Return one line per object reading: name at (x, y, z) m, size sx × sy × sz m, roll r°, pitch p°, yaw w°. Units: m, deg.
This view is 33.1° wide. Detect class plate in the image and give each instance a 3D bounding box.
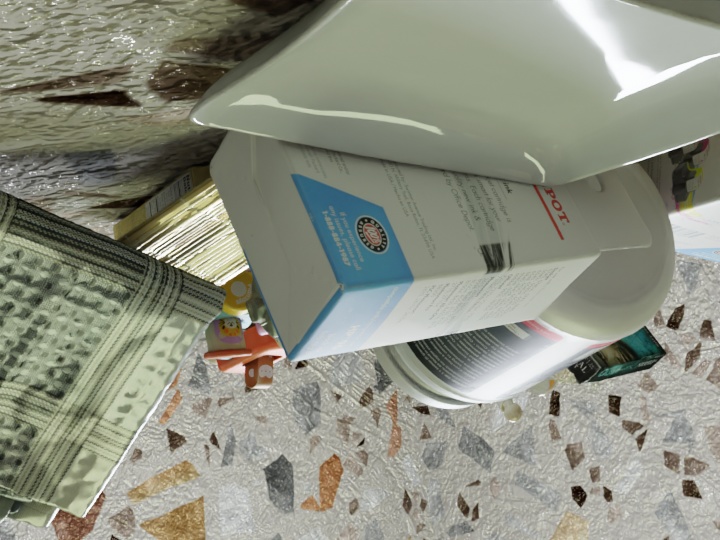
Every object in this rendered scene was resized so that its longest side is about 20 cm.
plate at (0.057, -0.080, 0.476) m, size 0.197 × 0.033 × 0.199 m, roll 8°, pitch 168°, yaw -27°

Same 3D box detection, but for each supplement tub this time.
supplement tub at (0.099, 0.005, 0.805) m, size 0.139 × 0.142 × 0.200 m, roll -8°, pitch 163°, yaw -29°

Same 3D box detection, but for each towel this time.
towel at (-0.200, 0.057, 0.661) m, size 0.191 × 0.035 × 0.201 m, roll 25°, pitch 112°, yaw -36°

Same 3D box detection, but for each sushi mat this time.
sushi mat at (-0.074, -0.025, 0.689) m, size 0.199 × 0.012 × 0.095 m, roll -31°, pitch 154°, yaw 21°

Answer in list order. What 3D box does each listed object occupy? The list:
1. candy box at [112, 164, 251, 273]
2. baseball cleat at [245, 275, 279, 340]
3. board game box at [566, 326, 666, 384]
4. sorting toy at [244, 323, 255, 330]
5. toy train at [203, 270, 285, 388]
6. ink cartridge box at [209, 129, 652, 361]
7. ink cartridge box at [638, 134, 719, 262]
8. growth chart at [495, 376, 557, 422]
candy box at (-0.089, -0.029, 0.831) m, size 0.114 × 0.056 × 0.200 m, roll -8°, pitch 174°, yaw -26°
baseball cleat at (0.000, 0.000, 0.725) m, size 0.105 × 0.071 × 0.199 m, roll -21°, pitch -173°, yaw -25°
board game box at (0.179, 0.010, 1.089) m, size 0.135 × 0.201 × 0.028 m, roll -4°, pitch 143°, yaw -52°
sorting toy at (0.018, 0.002, 0.984) m, size 0.184 × 0.037 × 0.199 m, roll -32°, pitch 154°, yaw 33°
toy train at (-0.092, 0.054, 0.890) m, size 0.149 × 0.056 × 0.199 m, roll -24°, pitch 160°, yaw 27°
ink cartridge box at (0.039, -0.032, 0.611) m, size 0.198 × 0.117 × 0.068 m, roll -7°, pitch 151°, yaw -34°
ink cartridge box at (0.263, -0.061, 0.782) m, size 0.114 × 0.069 × 0.199 m, roll 11°, pitch 167°, yaw -25°
growth chart at (0.147, 0.010, 0.920) m, size 0.018 × 0.201 × 0.145 m, roll 31°, pitch -175°, yaw -22°
